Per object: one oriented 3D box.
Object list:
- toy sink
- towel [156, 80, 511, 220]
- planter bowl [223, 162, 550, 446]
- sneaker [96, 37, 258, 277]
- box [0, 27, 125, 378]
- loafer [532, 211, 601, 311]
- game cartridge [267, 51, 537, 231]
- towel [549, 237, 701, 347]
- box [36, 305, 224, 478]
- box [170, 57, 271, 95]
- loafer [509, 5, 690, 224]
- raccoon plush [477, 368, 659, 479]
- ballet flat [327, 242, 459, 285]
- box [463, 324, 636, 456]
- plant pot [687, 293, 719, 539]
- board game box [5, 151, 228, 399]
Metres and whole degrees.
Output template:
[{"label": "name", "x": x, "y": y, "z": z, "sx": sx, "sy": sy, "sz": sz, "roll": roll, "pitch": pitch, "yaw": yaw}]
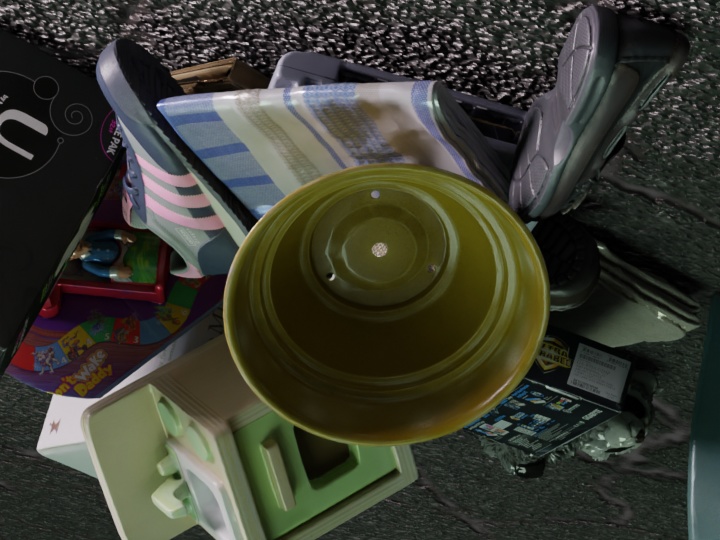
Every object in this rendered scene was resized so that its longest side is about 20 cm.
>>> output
[{"label": "toy sink", "x": -0.076, "y": 0.126, "z": 1.688, "sx": 0.112, "sy": 0.200, "sz": 0.131, "roll": 32, "pitch": 144, "yaw": 54}, {"label": "towel", "x": -0.011, "y": -0.072, "z": 1.496, "sx": 0.200, "sy": 0.024, "sz": 0.147, "roll": -1, "pitch": 152, "yaw": 26}, {"label": "planter bowl", "x": 0.014, "y": 0.004, "z": 1.476, "sx": 0.200, "sy": 0.083, "sz": 0.201, "roll": -2, "pitch": 120, "yaw": -3}, {"label": "sneaker", "x": -0.135, "y": -0.065, "z": 1.569, "sx": 0.082, "sy": 0.070, "sz": 0.200, "roll": -20, "pitch": 128, "yaw": 18}, {"label": "box", "x": -0.262, "y": -0.045, "z": 1.609, "sx": 0.148, "sy": 0.200, "sz": 0.124, "roll": 28, "pitch": 158, "yaw": -4}, {"label": "loafer", "x": 0.096, "y": -0.004, "z": 1.663, "sx": 0.200, "sy": 0.073, "sz": 0.071, "roll": 11, "pitch": 151, "yaw": 46}, {"label": "game cartridge", "x": 0.030, "y": -0.078, "z": 1.535, "sx": 0.200, "sy": 0.041, "sz": 0.133, "roll": 15, "pitch": 152, "yaw": -8}, {"label": "towel", "x": 0.147, "y": 0.017, "z": 1.747, "sx": 0.132, "sy": 0.035, "sz": 0.200, "roll": 29, "pitch": 159, "yaw": -29}, {"label": "box", "x": -0.117, "y": 0.075, "z": 1.872, "sx": 0.171, "sy": 0.199, "sz": 0.200, "roll": 27, "pitch": 157, "yaw": -29}, {"label": "box", "x": -0.066, "y": -0.084, "z": 1.652, "sx": 0.200, "sy": 0.021, "sz": 0.163, "roll": 30, "pitch": 157, "yaw": -35}, {"label": "loafer", "x": 0.137, "y": -0.083, "z": 1.396, "sx": 0.063, "sy": 0.072, "sz": 0.200, "roll": 5, "pitch": 152, "yaw": -9}, {"label": "raccoon plush", "x": 0.149, "y": 0.082, "z": 1.905, "sx": 0.134, "sy": 0.200, "sz": 0.097, "roll": -9, "pitch": 138, "yaw": -40}, {"label": "ballet flat", "x": 0.000, "y": 0.000, "z": 1.605, "sx": 0.200, "sy": 0.075, "sz": 0.068, "roll": 18, "pitch": 144, "yaw": 57}, {"label": "box", "x": 0.091, "y": 0.074, "z": 1.706, "sx": 0.159, "sy": 0.046, "sz": 0.200, "roll": 20, "pitch": 163, "yaw": -7}, {"label": "plant pot", "x": 0.309, "y": 0.143, "z": 1.712, "sx": 0.141, "sy": 0.200, "sz": 0.141, "roll": 9, "pitch": 160, "yaw": 19}, {"label": "board game box", "x": -0.190, "y": -0.007, "z": 1.696, "sx": 0.158, "sy": 0.200, "sz": 0.039, "roll": 48, "pitch": 163, "yaw": 16}]
